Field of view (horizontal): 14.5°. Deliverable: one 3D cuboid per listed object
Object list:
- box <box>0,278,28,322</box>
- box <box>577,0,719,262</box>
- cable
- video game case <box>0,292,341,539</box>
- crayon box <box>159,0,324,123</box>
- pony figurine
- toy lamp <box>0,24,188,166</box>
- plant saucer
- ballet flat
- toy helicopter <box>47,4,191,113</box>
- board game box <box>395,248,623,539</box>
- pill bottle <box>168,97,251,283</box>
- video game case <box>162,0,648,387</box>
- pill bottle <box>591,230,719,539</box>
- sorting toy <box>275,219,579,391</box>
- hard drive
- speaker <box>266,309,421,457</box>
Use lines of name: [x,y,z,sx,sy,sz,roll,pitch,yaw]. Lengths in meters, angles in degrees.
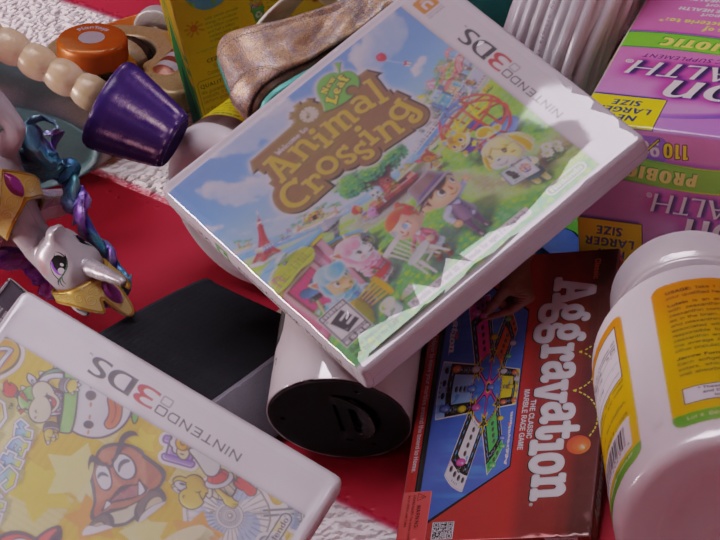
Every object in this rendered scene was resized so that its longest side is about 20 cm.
box: [-0.245,0.098,1.540,0.110,0.035,0.200,-41,13,39]
box: [0.231,-0.081,1.600,0.175,0.097,0.200,8,35,19]
cable: [0.138,-0.166,1.698,0.069,0.200,0.200,25,60,10]
video game case: [-0.133,0.132,1.321,0.182,0.023,0.200,30,63,5]
crayon box: [-0.061,-0.173,1.785,0.126,0.201,0.051,-19,33,-9]
pony figurine: [-0.231,-0.034,1.650,0.167,0.200,0.193,-48,14,-32]
toy lamp: [-0.193,-0.123,1.651,0.199,0.058,0.058,30,45,7]
plant saucer: [-0.241,-0.087,1.768,0.199,0.200,0.028,-5,70,13]
ballet flat: [0.002,-0.149,1.657,0.199,0.068,0.067,-23,60,-28]
toy helicopter: [-0.111,-0.140,1.890,0.199,0.079,0.132,-2,30,-4]
board game box: [0.081,0.069,1.495,0.102,0.019,0.201,-4,45,14]
pill bottle: [-0.014,-0.084,1.716,0.109,0.110,0.200,19,44,41]
video game case: [0.022,-0.053,1.520,0.200,0.022,0.182,-39,54,-13]
pill bottle: [0.173,0.067,1.411,0.111,0.111,0.200,-10,33,6]
sorting toy: [0.073,0.002,1.618,0.200,0.037,0.185,20,46,42]
hard drive: [-0.120,0.077,1.572,0.200,0.042,0.135,-34,37,-28]
speaker: [0.000,0.000,1.553,0.081,0.081,0.201,-3,55,16]
